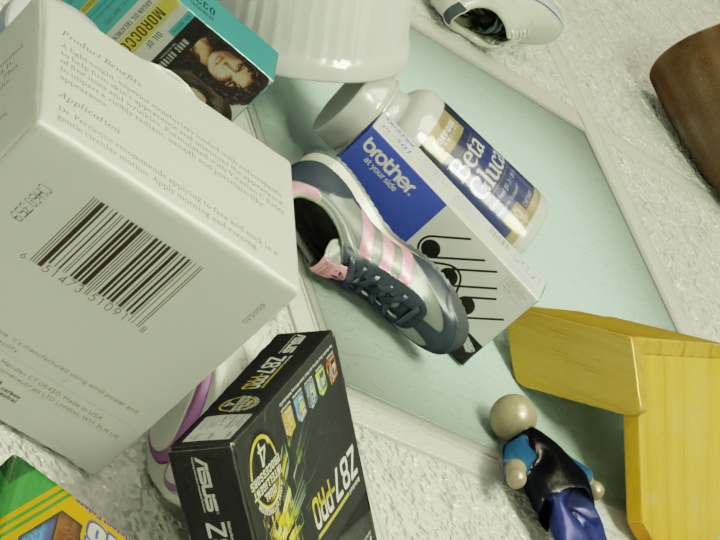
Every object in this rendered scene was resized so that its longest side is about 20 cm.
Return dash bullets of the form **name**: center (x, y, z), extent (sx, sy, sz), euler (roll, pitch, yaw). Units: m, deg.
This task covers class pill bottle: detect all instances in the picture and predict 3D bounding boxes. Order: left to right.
- **pill bottle**: center (0.057, -0.085, 1.886), extent (0.200, 0.111, 0.111), euler (42, 25, -14)

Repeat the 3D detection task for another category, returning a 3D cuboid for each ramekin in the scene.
- **ramekin**: center (-0.048, -0.239, 1.841), extent (0.199, 0.098, 0.201), euler (9, 24, -4)

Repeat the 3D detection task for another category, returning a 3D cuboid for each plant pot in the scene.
- **plant pot**: center (0.468, -0.175, 2.656), extent (0.186, 0.186, 0.201), euler (14, 56, -51)

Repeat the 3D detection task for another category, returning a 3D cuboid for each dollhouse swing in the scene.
- **dollhouse swing**: center (0.228, 0.137, 1.939), extent (0.181, 0.177, 0.199), euler (13, 5, 33)

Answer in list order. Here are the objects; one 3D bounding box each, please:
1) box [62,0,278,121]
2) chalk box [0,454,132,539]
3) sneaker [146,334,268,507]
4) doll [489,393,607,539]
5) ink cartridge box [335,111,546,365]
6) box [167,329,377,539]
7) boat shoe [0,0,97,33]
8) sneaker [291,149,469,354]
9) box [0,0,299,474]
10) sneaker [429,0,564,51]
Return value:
- **box**: center (-0.165, -0.195, 1.714), extent (0.200, 0.082, 0.049), euler (39, 27, -20)
- **chalk box**: center (-0.173, 0.215, 1.048), extent (0.124, 0.125, 0.200), euler (39, 25, -19)
- **sneaker**: center (-0.084, 0.092, 1.433), extent (0.099, 0.075, 0.200), euler (37, 27, -20)
- **doll**: center (0.156, 0.180, 1.738), extent (0.136, 0.048, 0.201), euler (20, 37, -48)
- **ink cartridge box**: center (0.052, -0.026, 1.811), extent (0.200, 0.094, 0.044), euler (46, 24, -6)
- **box**: center (-0.050, 0.145, 1.361), extent (0.200, 0.049, 0.162), euler (-46, 129, -66)
- **boat shoe**: center (-0.194, -0.118, 1.574), extent (0.200, 0.065, 0.074), euler (45, 55, -24)
- **sneaker**: center (0.000, 0.000, 1.740), extent (0.200, 0.070, 0.082), euler (47, 41, 2)
- **box**: center (-0.173, -0.018, 1.297), extent (0.198, 0.200, 0.131), euler (34, 30, -28)
- **sneaker**: center (0.150, -0.270, 2.377), extent (0.199, 0.073, 0.071), euler (11, 52, -40)
